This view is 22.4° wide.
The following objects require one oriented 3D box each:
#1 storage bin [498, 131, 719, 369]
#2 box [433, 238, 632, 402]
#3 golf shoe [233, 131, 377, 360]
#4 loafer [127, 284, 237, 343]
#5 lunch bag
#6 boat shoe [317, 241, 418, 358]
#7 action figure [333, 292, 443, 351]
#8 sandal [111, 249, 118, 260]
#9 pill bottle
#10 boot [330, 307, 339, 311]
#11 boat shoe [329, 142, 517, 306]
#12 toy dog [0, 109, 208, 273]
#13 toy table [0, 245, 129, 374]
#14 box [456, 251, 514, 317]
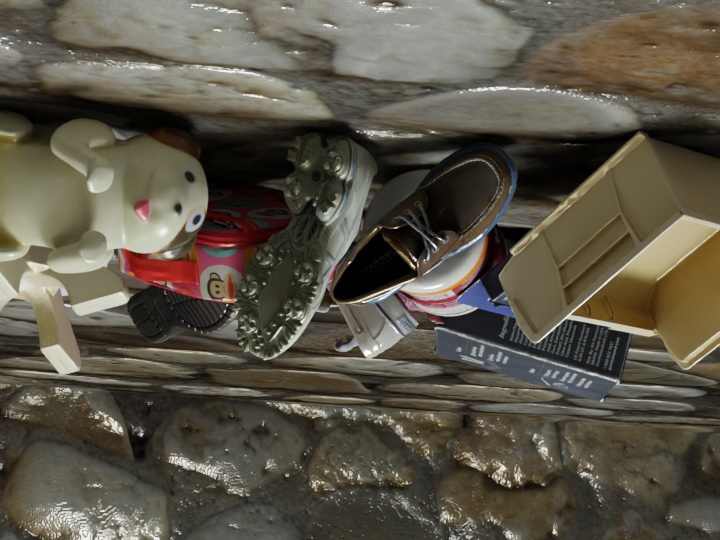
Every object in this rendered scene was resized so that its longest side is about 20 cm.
[{"bbox_3d":[0.255,-0.008,1.547,0.200,0.094,0.199,10,138,-40],"label":"storage bin"},{"bbox_3d":[0.187,0.051,1.937,0.200,0.118,0.197,16,171,4],"label":"box"},{"bbox_3d":[-0.036,-0.015,1.533,0.078,0.200,0.097,29,-170,30],"label":"golf shoe"},{"bbox_3d":[-0.162,0.019,1.798,0.071,0.073,0.200,-36,-166,-32],"label":"loafer"},{"bbox_3d":[-0.130,-0.021,1.631,0.176,0.082,0.200,-13,-163,-38],"label":"lunch bag"},{"bbox_3d":[-0.025,0.005,1.685,0.070,0.200,0.071,-41,146,3],"label":"boat shoe"},{"bbox_3d":[0.000,0.000,1.813,0.200,0.134,0.149,15,158,-1],"label":"action figure"},{"bbox_3d":[-0.190,-0.029,1.819,0.200,0.048,0.075,2,129,-27],"label":"sandal"},{"bbox_3d":[0.076,-0.020,1.696,0.113,0.113,0.200,0,170,13],"label":"pill bottle"},{"bbox_3d":[-0.040,0.009,2.016,0.150,0.073,0.200,3,175,0],"label":"boot"},{"bbox_3d":[0.052,-0.029,1.536,0.200,0.072,0.072,-44,178,29],"label":"boat shoe"},{"bbox_3d":[-0.226,-0.060,1.499,0.199,0.140,0.194,3,-177,-1],"label":"toy dog"},{"bbox_3d":[-0.296,0.002,1.637,0.184,0.117,0.200,-22,143,19],"label":"toy table"},{"bbox_3d":[0.192,-0.014,1.632,0.200,0.032,0.121,-42,148,25],"label":"box"}]
